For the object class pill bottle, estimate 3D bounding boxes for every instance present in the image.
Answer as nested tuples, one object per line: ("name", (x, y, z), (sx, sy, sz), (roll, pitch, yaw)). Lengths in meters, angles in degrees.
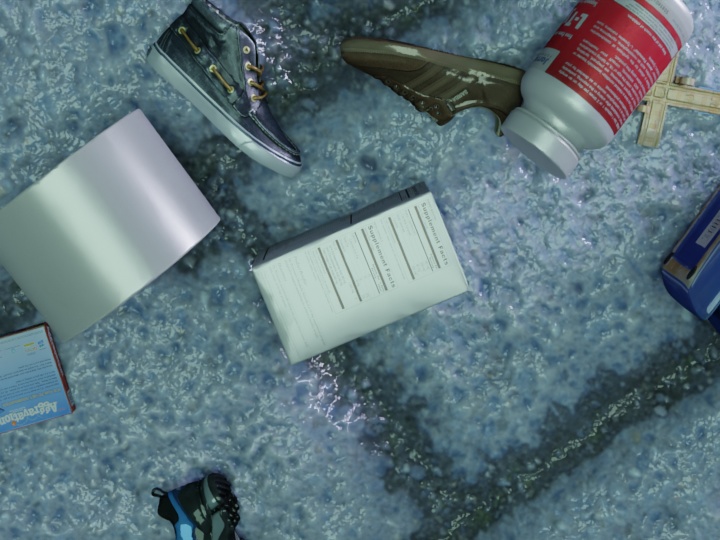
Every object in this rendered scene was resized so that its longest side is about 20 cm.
("pill bottle", (0.233, -0.197, 1.230), (0.112, 0.112, 0.201), (38, 89, -8))

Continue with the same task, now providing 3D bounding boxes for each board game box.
("board game box", (-0.422, 0.133, 1.340), (0.197, 0.019, 0.104), (-16, 99, 2))

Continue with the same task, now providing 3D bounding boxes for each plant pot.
("plant pot", (0.428, 0.000, 1.246), (0.179, 0.200, 0.201), (35, 99, -1))

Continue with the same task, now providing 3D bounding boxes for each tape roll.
("tape roll", (-0.257, -0.045, 1.217), (0.202, 0.203, 0.140), (-36, 99, 6))

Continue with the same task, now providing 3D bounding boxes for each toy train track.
("toy train track", (0.358, -0.179, 1.288), (0.197, 0.033, 0.117), (9, 101, -4))

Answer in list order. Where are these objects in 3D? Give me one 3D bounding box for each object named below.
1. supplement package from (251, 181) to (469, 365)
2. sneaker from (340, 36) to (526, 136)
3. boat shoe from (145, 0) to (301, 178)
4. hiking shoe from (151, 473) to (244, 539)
("supplement package", (0.000, 0.000, 1.275), (0.198, 0.114, 0.111), (-22, 99, 4))
("sneaker", (0.071, -0.190, 1.262), (0.197, 0.070, 0.077), (11, 102, -3))
("boat shoe", (-0.120, -0.188, 1.257), (0.200, 0.071, 0.091), (41, 102, -6))
("hiking shoe", (-0.165, 0.328, 1.363), (0.085, 0.074, 0.203), (-14, 91, 9))
